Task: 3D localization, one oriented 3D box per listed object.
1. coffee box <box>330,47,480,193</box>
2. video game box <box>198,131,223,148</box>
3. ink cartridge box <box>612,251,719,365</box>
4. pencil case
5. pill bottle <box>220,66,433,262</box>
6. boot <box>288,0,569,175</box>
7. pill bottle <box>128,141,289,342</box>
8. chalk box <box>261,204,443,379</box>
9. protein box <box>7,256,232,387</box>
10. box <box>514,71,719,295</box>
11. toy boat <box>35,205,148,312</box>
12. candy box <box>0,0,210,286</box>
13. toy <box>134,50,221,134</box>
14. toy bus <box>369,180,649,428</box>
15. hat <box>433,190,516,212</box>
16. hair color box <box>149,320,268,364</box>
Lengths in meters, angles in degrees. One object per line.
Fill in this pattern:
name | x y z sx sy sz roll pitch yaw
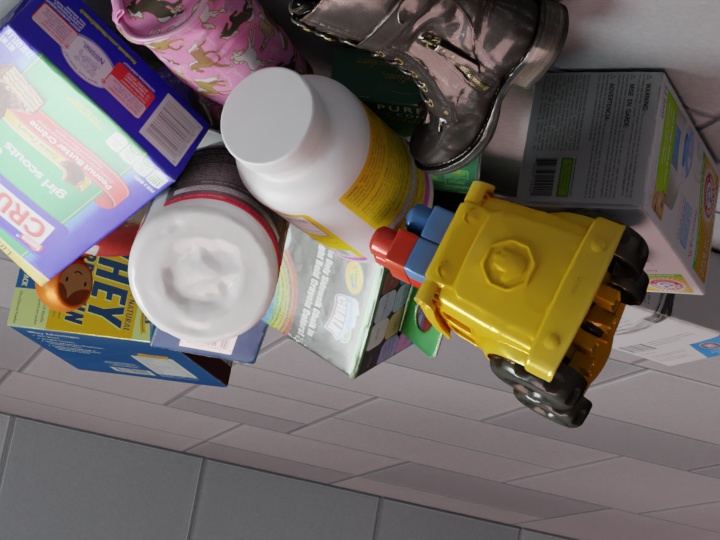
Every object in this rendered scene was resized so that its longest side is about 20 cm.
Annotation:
coffee box | 0.041 -0.118 1.389 0.122 0.044 0.200 7 165 6
video game box | -0.209 -0.110 1.520 0.199 0.047 0.182 12 173 -7
ink cartridge box | 0.266 0.022 1.668 0.199 0.084 0.145 17 164 -23
pencil case | -0.106 -0.164 1.248 0.083 0.087 0.200 32 174 26
pill bottle | -0.026 -0.080 1.270 0.104 0.105 0.200 3 165 24
boot | 0.030 -0.157 1.191 0.173 0.069 0.200 17 140 -21
pill bottle | -0.111 -0.032 1.325 0.110 0.111 0.200 11 -158 -2
chalk box | 0.000 0.000 1.482 0.200 0.125 0.124 31 -146 24
protein box | -0.259 0.036 1.953 0.198 0.136 0.200 6 164 16
box | 0.206 -0.065 1.343 0.101 0.113 0.200 3 161 26
toy boat | -0.254 -0.028 1.526 0.130 0.131 0.200 13 176 -19
candy box | -0.242 -0.103 1.320 0.169 0.077 0.200 44 136 -14
toy | -0.189 -0.154 1.383 0.199 0.047 0.115 16 -176 8
toy bus | 0.105 0.016 1.283 0.191 0.136 0.200 23 171 17
hat | 0.096 -0.027 1.569 0.200 0.081 0.201 12 174 1
hair color box | -0.142 -0.007 1.594 0.100 0.200 0.061 11 126 -16
